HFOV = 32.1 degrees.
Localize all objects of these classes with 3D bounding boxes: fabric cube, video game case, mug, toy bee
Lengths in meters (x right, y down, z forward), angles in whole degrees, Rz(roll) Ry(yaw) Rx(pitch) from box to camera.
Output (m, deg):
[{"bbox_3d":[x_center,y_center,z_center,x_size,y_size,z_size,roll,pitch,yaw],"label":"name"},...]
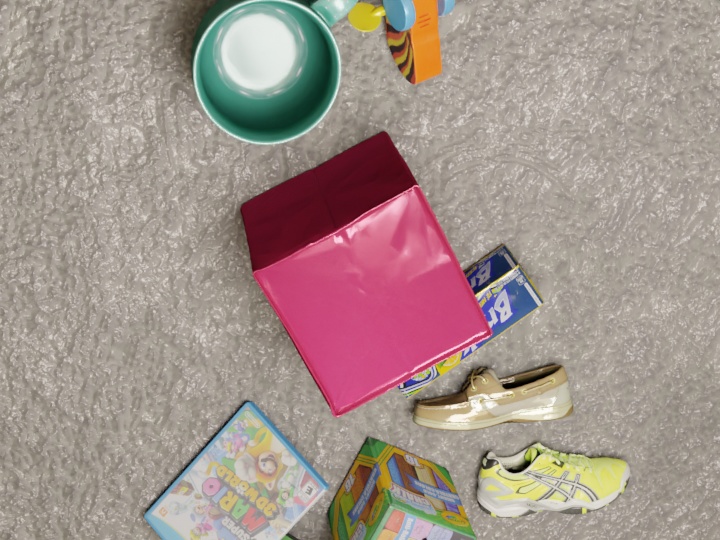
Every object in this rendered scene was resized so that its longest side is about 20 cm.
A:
[{"bbox_3d":[0.000,0.000,1.366,0.199,0.200,0.197,-27,114,2],"label":"fabric cube"},{"bbox_3d":[-0.151,0.279,1.509,0.143,0.018,0.200,45,101,13],"label":"video game case"},{"bbox_3d":[-0.086,-0.223,1.310,0.183,0.115,0.153,-11,112,-5],"label":"mug"},{"bbox_3d":[0.053,-0.306,1.320,0.130,0.109,0.201,-7,132,-35],"label":"toy bee"}]

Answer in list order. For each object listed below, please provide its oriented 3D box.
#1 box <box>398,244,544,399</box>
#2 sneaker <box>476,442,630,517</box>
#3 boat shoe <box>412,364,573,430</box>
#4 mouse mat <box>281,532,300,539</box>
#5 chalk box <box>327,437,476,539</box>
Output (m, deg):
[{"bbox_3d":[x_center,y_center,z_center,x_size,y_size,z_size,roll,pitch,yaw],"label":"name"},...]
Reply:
[{"bbox_3d":[0.113,0.060,1.477,0.199,0.070,0.064,-36,115,6],"label":"box"},{"bbox_3d":[0.245,0.259,1.575,0.198,0.076,0.077,-8,113,-8],"label":"sneaker"},{"bbox_3d":[0.159,0.151,1.527,0.198,0.074,0.067,-6,100,-8],"label":"boat shoe"},{"bbox_3d":[-0.090,0.389,1.526,0.007,0.199,0.163,-17,120,-42],"label":"mouse mat"},{"bbox_3d":[0.049,0.317,1.498,0.123,0.200,0.126,24,106,-17],"label":"chalk box"}]
